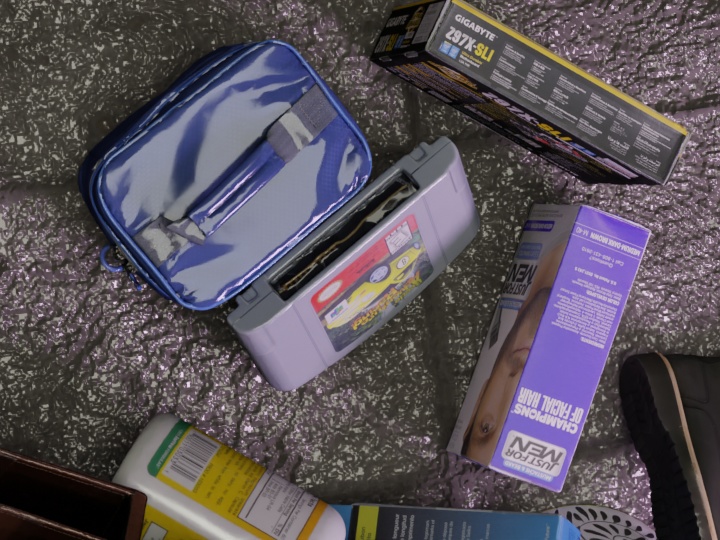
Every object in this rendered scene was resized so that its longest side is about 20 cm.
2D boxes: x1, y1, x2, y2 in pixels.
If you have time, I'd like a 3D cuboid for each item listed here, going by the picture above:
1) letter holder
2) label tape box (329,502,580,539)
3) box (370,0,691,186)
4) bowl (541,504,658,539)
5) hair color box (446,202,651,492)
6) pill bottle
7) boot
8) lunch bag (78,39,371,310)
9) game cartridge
[{"bbox_3d":[-0.247,0.221,1.456,0.142,0.101,0.200,21,131,-14],"label":"letter holder"},{"bbox_3d":[0.052,0.247,1.579,0.199,0.066,0.144,0,73,21],"label":"label tape box"},{"bbox_3d":[0.117,-0.125,1.562,0.199,0.160,0.049,28,84,-13],"label":"box"},{"bbox_3d":[0.176,0.280,1.627,0.200,0.094,0.202,0,91,-14],"label":"bowl"},{"bbox_3d":[0.136,0.053,1.600,0.065,0.109,0.201,19,87,-14],"label":"hair color box"},{"bbox_3d":[-0.081,0.194,1.524,0.199,0.113,0.113,29,85,3],"label":"pill bottle"},{"bbox_3d":[0.287,0.149,1.636,0.138,0.077,0.201,-6,72,-19],"label":"boot"},{"bbox_3d":[-0.101,-0.065,1.521,0.200,0.132,0.136,-42,101,-10],"label":"lunch bag"},{"bbox_3d":[0.000,0.000,1.554,0.200,0.133,0.041,-40,69,-7],"label":"game cartridge"}]
